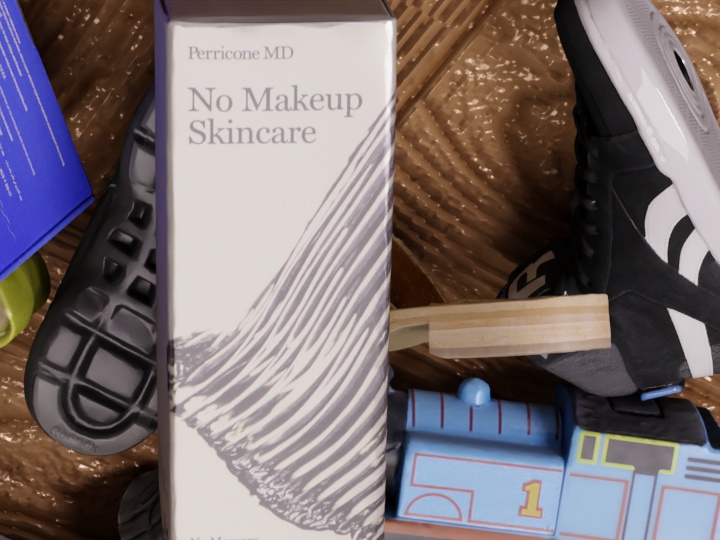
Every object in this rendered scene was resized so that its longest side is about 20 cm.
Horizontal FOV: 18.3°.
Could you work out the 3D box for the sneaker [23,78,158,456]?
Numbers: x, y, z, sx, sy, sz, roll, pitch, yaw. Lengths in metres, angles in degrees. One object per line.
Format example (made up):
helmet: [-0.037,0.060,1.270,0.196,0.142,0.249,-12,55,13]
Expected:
sneaker: [-0.068,-0.028,0.845,0.075,0.079,0.200,31,104,-17]

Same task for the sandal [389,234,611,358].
sandal: [0.004,0.000,0.872,0.211,0.070,0.077,-4,178,38]

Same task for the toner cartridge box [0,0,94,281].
toner cartridge box: [-0.163,-0.085,0.740,0.043,0.095,0.201,4,124,36]

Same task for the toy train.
toy train: [0.056,0.100,0.918,0.199,0.087,0.115,8,100,-2]

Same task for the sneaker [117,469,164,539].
sneaker: [-0.017,0.147,1.007,0.199,0.077,0.089,16,140,-6]

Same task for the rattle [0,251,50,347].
rattle: [-0.227,0.000,0.865,0.200,0.130,0.143,-12,126,44]

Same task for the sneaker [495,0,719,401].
sneaker: [0.090,-0.017,0.852,0.112,0.073,0.200,-21,129,18]

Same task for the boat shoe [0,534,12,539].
boat shoe: [-0.214,0.150,0.986,0.202,0.086,0.075,28,126,-23]

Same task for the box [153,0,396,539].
box: [-0.031,0.001,0.782,0.082,0.068,0.201,-3,111,-7]
